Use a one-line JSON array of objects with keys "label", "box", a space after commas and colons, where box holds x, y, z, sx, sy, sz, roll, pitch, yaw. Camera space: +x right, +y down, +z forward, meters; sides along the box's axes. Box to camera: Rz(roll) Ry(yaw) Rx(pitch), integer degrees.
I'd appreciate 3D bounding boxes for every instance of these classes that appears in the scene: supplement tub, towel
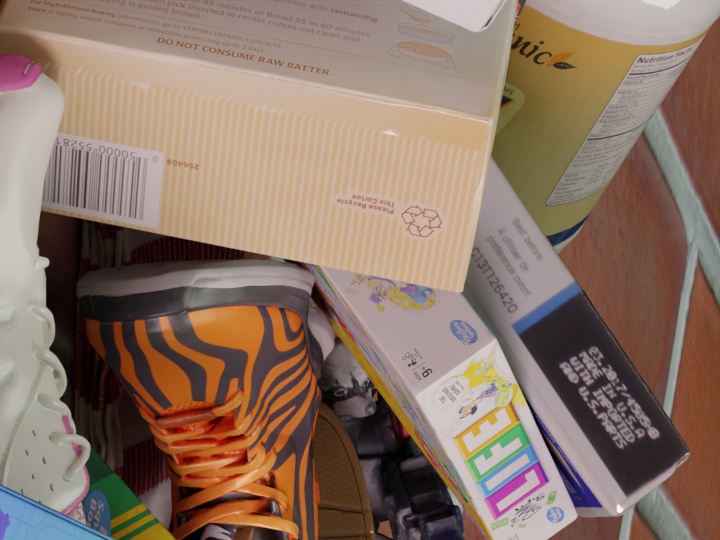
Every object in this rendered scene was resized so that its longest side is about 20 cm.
[{"label": "supplement tub", "box": [0.069, -0.113, 1.135, 0.201, 0.144, 0.145, -60, 179, 37]}, {"label": "towel", "box": [-0.075, 0.062, 1.058, 0.144, 0.023, 0.202, -28, 122, -70]}]

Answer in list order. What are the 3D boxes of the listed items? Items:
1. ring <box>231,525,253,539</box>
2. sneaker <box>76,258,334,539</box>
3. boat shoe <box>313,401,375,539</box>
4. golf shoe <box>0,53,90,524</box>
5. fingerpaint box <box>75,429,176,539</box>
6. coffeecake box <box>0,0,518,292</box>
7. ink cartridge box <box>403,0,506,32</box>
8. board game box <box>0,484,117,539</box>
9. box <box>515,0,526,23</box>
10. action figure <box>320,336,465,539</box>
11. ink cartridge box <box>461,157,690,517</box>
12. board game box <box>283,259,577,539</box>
[{"label": "ring", "box": [-0.057, 0.177, 0.828, 0.200, 0.019, 0.202, 15, 90, -89]}, {"label": "sneaker", "box": [-0.046, 0.061, 0.961, 0.200, 0.077, 0.113, 36, 52, -72]}, {"label": "boat shoe", "box": [-0.035, 0.151, 1.088, 0.065, 0.072, 0.202, 154, -66, -67]}, {"label": "golf shoe", "box": [-0.110, 0.040, 0.782, 0.075, 0.091, 0.201, 132, -24, -83]}, {"label": "fingerpaint box", "box": [-0.121, 0.164, 0.864, 0.167, 0.073, 0.201, 61, 39, -62]}, {"label": "coffeecake box", "box": [-0.023, -0.099, 0.888, 0.201, 0.152, 0.073, -77, 177, -47]}, {"label": "ink cartridge box", "box": [-0.010, -0.182, 0.828, 0.084, 0.145, 0.201, -56, -159, 34]}, {"label": "board game box", "box": [-0.123, 0.120, 0.664, 0.200, 0.045, 0.153, 38, 72, -58]}, {"label": "box", "box": [0.037, -0.190, 1.038, 0.040, 0.137, 0.201, 12, 107, -43]}, {"label": "action figure", "box": [-0.008, 0.123, 1.166, 0.200, 0.104, 0.195, -122, -151, -78]}, {"label": "ink cartridge box", "box": [0.046, 0.003, 1.033, 0.198, 0.047, 0.200, 55, -2, 4]}, {"label": "board game box", "box": [0.000, 0.000, 0.995, 0.034, 0.200, 0.135, -34, 145, -4]}]
